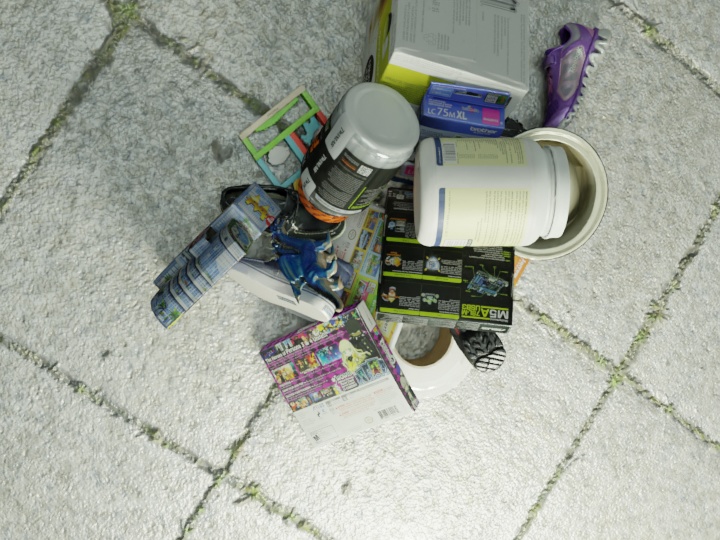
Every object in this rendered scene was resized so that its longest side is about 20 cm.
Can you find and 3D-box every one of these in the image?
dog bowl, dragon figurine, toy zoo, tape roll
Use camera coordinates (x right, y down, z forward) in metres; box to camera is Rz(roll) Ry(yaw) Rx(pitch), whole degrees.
[{"bbox_3d":[0.274,-0.123,1.284,0.195,0.074,0.205,1,106,2],"label":"dog bowl"},{"bbox_3d":[-0.079,0.003,1.173,0.097,0.203,0.059,-16,141,1],"label":"dragon figurine"},{"bbox_3d":[-0.082,-0.167,1.304,0.131,0.020,0.201,-39,101,-7],"label":"toy zoo"},{"bbox_3d":[0.090,0.098,1.332,0.198,0.071,0.207,-1,94,-12],"label":"tape roll"}]

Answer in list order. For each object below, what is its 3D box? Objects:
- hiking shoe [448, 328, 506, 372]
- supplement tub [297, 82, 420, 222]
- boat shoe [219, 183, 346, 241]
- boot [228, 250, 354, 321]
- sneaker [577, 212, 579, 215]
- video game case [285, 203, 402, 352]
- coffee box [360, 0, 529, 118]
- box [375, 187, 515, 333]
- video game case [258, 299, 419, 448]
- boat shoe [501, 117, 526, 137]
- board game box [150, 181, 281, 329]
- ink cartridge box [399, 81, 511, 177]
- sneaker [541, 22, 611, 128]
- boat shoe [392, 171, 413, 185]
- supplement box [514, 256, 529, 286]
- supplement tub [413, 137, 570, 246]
[{"bbox_3d":[0.149,0.064,1.264,0.074,0.101,0.203,-21,78,-6],"label":"hiking shoe"},{"bbox_3d":[-0.010,-0.158,1.177,0.120,0.200,0.125,13,57,-22],"label":"supplement tub"},{"bbox_3d":[-0.118,-0.092,1.251,0.195,0.066,0.076,16,71,6],"label":"boat shoe"},{"bbox_3d":[-0.107,0.002,1.260,0.197,0.073,0.091,22,68,23],"label":"boot"},{"bbox_3d":[0.290,-0.138,1.369,0.197,0.071,0.081,26,63,-7],"label":"sneaker"},{"bbox_3d":[0.000,0.000,1.275,0.179,0.023,0.204,21,89,12],"label":"video game case"},{"bbox_3d":[0.116,-0.315,1.218,0.196,0.198,0.204,12,65,-12],"label":"coffee box"},{"bbox_3d":[0.125,-0.016,1.210,0.195,0.048,0.198,5,74,1],"label":"box"},{"bbox_3d":[-0.035,0.162,1.272,0.198,0.036,0.183,-26,100,30],"label":"video game case"},{"bbox_3d":[0.231,-0.217,1.348,0.195,0.070,0.068,5,77,-8],"label":"boat shoe"},{"bbox_3d":[-0.204,-0.030,1.176,0.200,0.200,0.062,-44,100,7],"label":"board game box"},{"bbox_3d":[0.131,-0.190,1.193,0.117,0.201,0.043,8,64,-6],"label":"ink cartridge box"},{"bbox_3d":[0.329,-0.315,1.358,0.087,0.080,0.203,25,83,-5],"label":"sneaker"},{"bbox_3d":[0.109,-0.166,1.319,0.196,0.072,0.074,14,89,-12],"label":"boat shoe"},{"bbox_3d":[0.176,-0.050,1.343,0.198,0.069,0.067,29,90,-15],"label":"supplement box"},{"bbox_3d":[0.174,-0.107,1.141,0.195,0.145,0.149,0,94,-1],"label":"supplement tub"}]
